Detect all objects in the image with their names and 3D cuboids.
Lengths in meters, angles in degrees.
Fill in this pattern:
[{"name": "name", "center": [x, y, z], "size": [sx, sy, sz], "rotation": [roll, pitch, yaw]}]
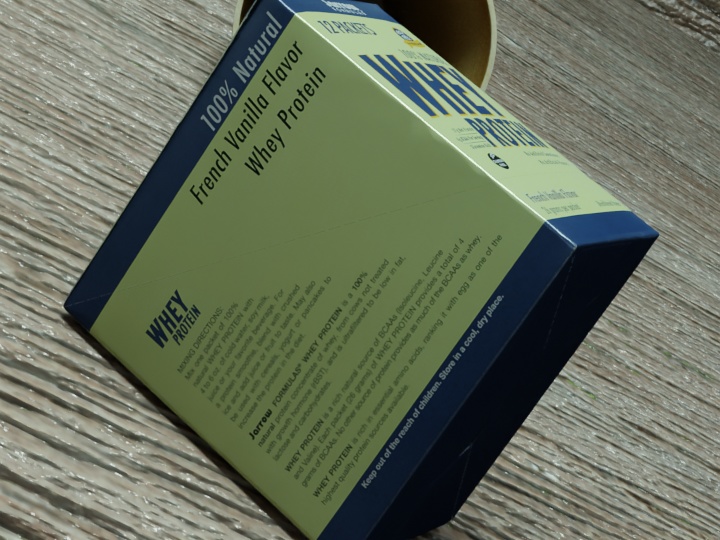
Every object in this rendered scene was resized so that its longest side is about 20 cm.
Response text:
[{"name": "plant pot", "center": [-0.010, -0.180, 1.531], "size": [0.186, 0.187, 0.200], "rotation": [31, 6, -13]}, {"name": "supplement box", "center": [0.000, 0.000, 1.043], "size": [0.200, 0.200, 0.134], "rotation": [40, 18, 17]}]
